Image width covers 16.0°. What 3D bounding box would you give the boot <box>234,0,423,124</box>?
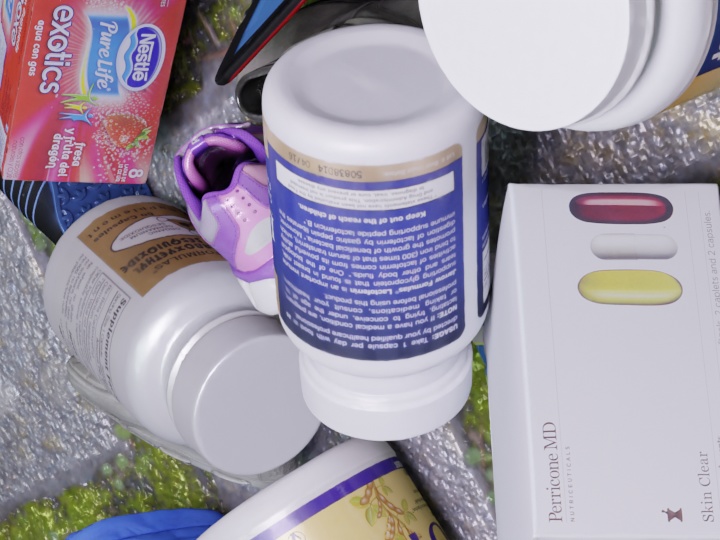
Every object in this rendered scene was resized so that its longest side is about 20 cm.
[{"bbox_3d":[-0.030,-0.115,1.450,0.199,0.130,0.068,-14,98,43],"label":"boot"}]

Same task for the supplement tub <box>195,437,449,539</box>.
[{"bbox_3d":[0.003,0.216,1.535,0.145,0.145,0.201,-40,79,42],"label":"supplement tub"}]

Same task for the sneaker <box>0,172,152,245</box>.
[{"bbox_3d":[-0.199,-0.063,1.669,0.200,0.070,0.078,55,156,3],"label":"sneaker"}]

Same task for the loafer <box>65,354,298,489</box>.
[{"bbox_3d":[-0.116,0.092,1.643,0.199,0.070,0.070,21,136,45],"label":"loafer"}]

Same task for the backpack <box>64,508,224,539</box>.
[{"bbox_3d":[-0.145,0.248,1.664,0.168,0.162,0.201,46,134,41],"label":"backpack"}]

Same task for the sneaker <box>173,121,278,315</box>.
[{"bbox_3d":[-0.071,-0.053,1.481,0.080,0.200,0.088,-44,115,4],"label":"sneaker"}]

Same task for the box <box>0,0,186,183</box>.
[{"bbox_3d":[-0.164,-0.159,1.536,0.100,0.095,0.201,-112,29,-47],"label":"box"}]

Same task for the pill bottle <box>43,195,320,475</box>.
[{"bbox_3d":[-0.103,0.040,1.542,0.200,0.114,0.115,38,130,53],"label":"pill bottle"}]

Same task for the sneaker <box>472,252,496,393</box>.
[{"bbox_3d":[0.105,0.077,1.422,0.200,0.105,0.076,49,130,16],"label":"sneaker"}]

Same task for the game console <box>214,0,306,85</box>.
[{"bbox_3d":[-0.039,-0.233,1.424,0.200,0.118,0.173,-42,77,41],"label":"game console"}]

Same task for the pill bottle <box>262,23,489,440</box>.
[{"bbox_3d":[0.011,-0.017,1.338,0.115,0.116,0.201,25,134,32],"label":"pill bottle"}]

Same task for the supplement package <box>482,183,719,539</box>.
[{"bbox_3d":[0.126,0.079,1.301,0.156,0.110,0.201,95,174,-58],"label":"supplement package"}]

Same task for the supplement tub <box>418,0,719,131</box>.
[{"bbox_3d":[0.135,-0.149,1.248,0.144,0.200,0.145,16,116,36],"label":"supplement tub"}]
